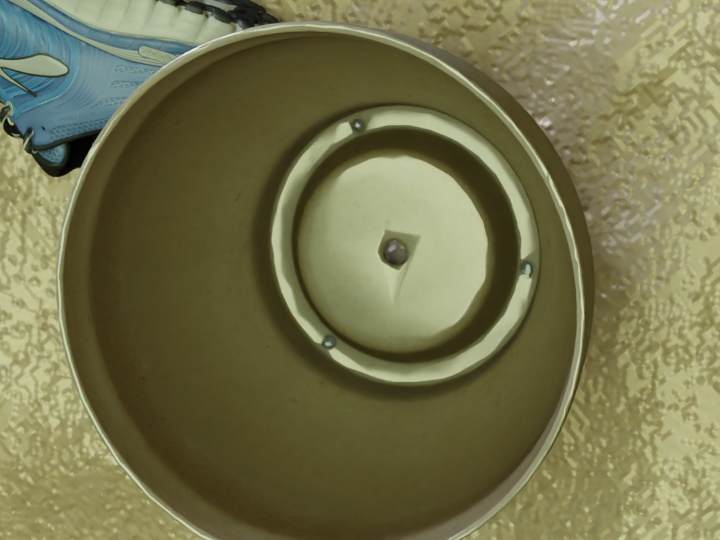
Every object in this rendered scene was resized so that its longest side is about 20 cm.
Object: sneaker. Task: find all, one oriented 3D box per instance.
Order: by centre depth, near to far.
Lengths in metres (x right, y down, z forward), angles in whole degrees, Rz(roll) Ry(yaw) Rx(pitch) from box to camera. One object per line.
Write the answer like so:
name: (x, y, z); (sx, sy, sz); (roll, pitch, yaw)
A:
sneaker: (-0.133, -0.085, 1.145); (0.199, 0.079, 0.090); (18, 102, 14)

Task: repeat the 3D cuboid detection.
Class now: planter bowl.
planter bowl: (0.000, 0.000, 1.086); (0.199, 0.135, 0.202); (3, 101, 15)
